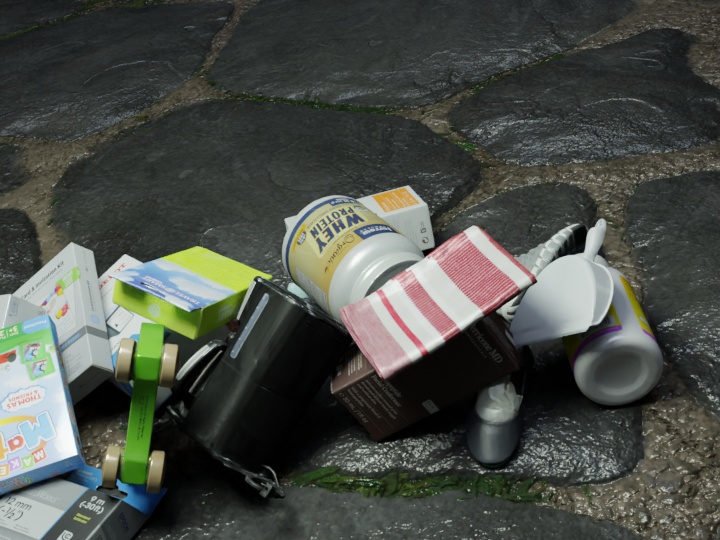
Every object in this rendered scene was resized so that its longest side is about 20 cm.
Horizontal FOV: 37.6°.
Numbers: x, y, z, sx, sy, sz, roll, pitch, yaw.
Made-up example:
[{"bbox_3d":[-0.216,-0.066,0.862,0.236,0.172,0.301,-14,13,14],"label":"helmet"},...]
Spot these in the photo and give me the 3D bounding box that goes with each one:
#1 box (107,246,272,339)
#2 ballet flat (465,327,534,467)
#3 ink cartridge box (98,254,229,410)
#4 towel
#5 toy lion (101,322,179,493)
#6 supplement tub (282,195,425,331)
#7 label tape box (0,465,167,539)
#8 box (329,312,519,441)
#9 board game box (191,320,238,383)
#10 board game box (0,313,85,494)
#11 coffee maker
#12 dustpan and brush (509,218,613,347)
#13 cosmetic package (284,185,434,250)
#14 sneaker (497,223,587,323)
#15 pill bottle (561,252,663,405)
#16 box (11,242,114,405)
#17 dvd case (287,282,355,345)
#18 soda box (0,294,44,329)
[{"bbox_3d":[-0.206,0.025,1.283,0.121,0.048,0.200,21,19,18],"label":"box"},{"bbox_3d":[0.164,0.139,1.250,0.073,0.073,0.200,3,37,18],"label":"ballet flat"},{"bbox_3d":[-0.296,0.079,1.413,0.199,0.086,0.147,23,62,42],"label":"ink cartridge box"},{"bbox_3d":[0.082,0.031,1.184,0.199,0.023,0.144,-33,34,-4],"label":"towel"},{"bbox_3d":[-0.250,0.152,1.217,0.068,0.201,0.192,7,15,-10],"label":"toy lion"},{"bbox_3d":[0.000,0.000,1.388,0.144,0.145,0.200,-26,37,-21],"label":"supplement tub"},{"bbox_3d":[-0.334,0.282,1.183,0.142,0.066,0.200,10,41,28],"label":"label tape box"},{"bbox_3d":[0.073,0.108,1.229,0.199,0.100,0.075,-31,30,17],"label":"box"},{"bbox_3d":[-0.169,0.115,1.399,0.199,0.020,0.103,15,53,32],"label":"board game box"},{"bbox_3d":[-0.416,0.161,1.237,0.150,0.037,0.201,-18,57,-8],"label":"board game box"},{"bbox_3d":[-0.099,0.130,1.220,0.192,0.135,0.201,31,89,26],"label":"coffee maker"},{"bbox_3d":[0.256,0.010,1.259,0.139,0.057,0.201,-20,44,50],"label":"dustpan and brush"},{"bbox_3d":[-0.002,-0.056,1.555,0.199,0.072,0.101,-16,24,-9],"label":"cosmetic package"},{"bbox_3d":[0.220,-0.012,1.448,0.115,0.075,0.200,18,44,38],"label":"sneaker"},{"bbox_3d":[0.294,0.063,1.292,0.103,0.105,0.201,-8,34,3],"label":"pill bottle"},{"bbox_3d":[-0.398,0.087,1.378,0.156,0.041,0.201,-36,51,22],"label":"box"},{"bbox_3d":[-0.011,0.058,1.454,0.198,0.022,0.146,-3,35,9],"label":"dvd case"},{"bbox_3d":[-0.463,0.134,1.334,0.068,0.064,0.201,-5,67,29],"label":"soda box"}]
